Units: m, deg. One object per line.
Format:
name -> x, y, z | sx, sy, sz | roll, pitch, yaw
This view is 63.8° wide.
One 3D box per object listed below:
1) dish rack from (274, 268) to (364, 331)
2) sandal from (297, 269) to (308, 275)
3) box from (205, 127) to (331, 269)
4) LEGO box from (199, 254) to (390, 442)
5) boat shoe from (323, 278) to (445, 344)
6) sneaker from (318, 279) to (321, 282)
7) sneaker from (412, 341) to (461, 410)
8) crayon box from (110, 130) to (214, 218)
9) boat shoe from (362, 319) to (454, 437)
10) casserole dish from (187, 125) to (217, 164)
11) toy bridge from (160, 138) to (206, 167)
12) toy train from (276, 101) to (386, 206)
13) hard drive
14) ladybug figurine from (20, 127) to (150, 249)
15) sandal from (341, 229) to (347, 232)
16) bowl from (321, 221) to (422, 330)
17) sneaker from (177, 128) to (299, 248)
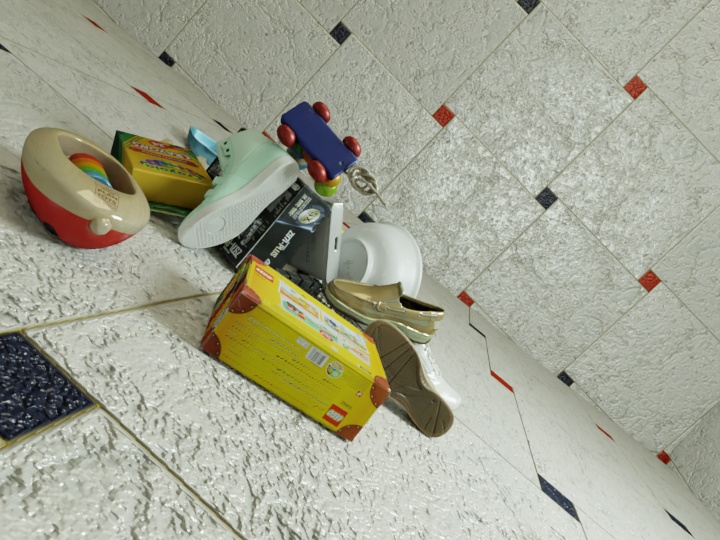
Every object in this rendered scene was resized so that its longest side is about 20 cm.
dish rack -> -0.054, 0.077, 0.875 | 0.200, 0.055, 0.153 | 44, 12, 23
sandal -> -0.093, -0.033, 1.168 | 0.054, 0.083, 0.200 | 12, 5, -6
box -> -0.171, -0.107, 0.936 | 0.200, 0.164, 0.086 | 43, 4, 34
LEGO box -> -0.073, 0.084, 0.671 | 0.199, 0.077, 0.149 | 36, 9, -15
boat shoe -> 0.041, 0.045, 0.896 | 0.198, 0.076, 0.072 | 20, 30, -24
sneaker -> 0.000, 0.064, 1.116 | 0.199, 0.077, 0.081 | 35, 13, 26
sneaker -> 0.091, 0.155, 0.950 | 0.199, 0.087, 0.075 | 39, 8, -4
crayon box -> -0.302, -0.146, 0.886 | 0.126, 0.051, 0.200 | 9, 25, -36
boat shoe -> 0.063, 0.152, 0.836 | 0.201, 0.072, 0.065 | 54, -3, -16
casserole dish -> -0.399, -0.316, 1.508 | 0.121, 0.039, 0.200 | 34, 11, -30
toy bridge -> -0.332, -0.203, 1.139 | 0.199, 0.027, 0.067 | 28, 39, 14
toy train -> -0.043, -0.144, 0.869 | 0.200, 0.084, 0.116 | 49, -20, 8
hard drive -> -0.102, -0.069, 1.008 | 0.026, 0.134, 0.199 | -6, 19, -37
ladybug figurine -> -0.298, -0.083, 0.618 | 0.135, 0.072, 0.200 | 32, 11, -40
sandal -> -0.037, -0.036, 1.205 | 0.086, 0.081, 0.200 | -5, -7, -20
bowl -> 0.000, 0.000, 0.999 | 0.090, 0.202, 0.201 | 22, 18, -50
sneaker -> -0.198, -0.123, 0.846 | 0.118, 0.200, 0.074 | 46, -12, 27
